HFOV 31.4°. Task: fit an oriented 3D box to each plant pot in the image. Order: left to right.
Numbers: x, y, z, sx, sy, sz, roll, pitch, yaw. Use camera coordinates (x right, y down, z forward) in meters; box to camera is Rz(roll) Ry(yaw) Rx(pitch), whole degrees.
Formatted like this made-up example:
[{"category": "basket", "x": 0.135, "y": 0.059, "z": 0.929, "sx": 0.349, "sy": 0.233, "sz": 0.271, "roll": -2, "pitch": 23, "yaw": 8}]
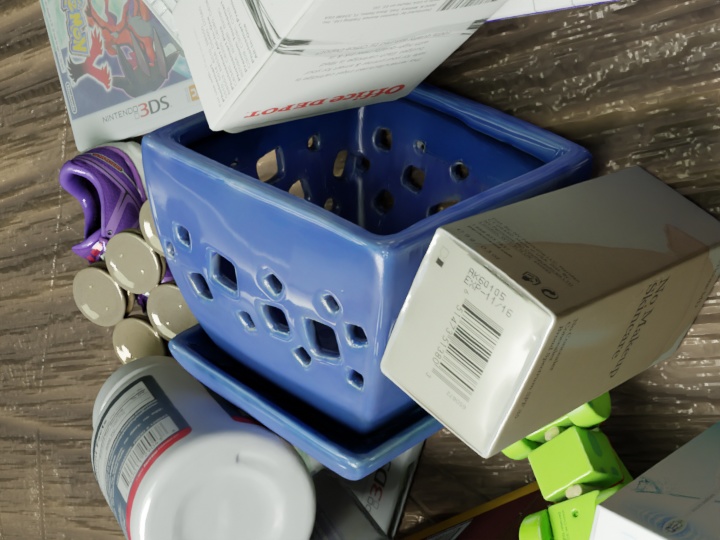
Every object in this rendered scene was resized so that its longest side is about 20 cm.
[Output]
[{"category": "plant pot", "x": 0.000, "y": 0.000, "z": 0.790, "sx": 0.199, "sy": 0.199, "sz": 0.181, "roll": 27, "pitch": 126, "yaw": 34}]

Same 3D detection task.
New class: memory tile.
[{"category": "memory tile", "x": -0.120, "y": 0.049, "z": 0.960, "sx": 0.200, "sy": 0.017, "sz": 0.153, "roll": 49, "pitch": 125, "yaw": 0}]

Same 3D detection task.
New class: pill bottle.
[{"category": "pill bottle", "x": -0.117, "y": 0.130, "z": 0.867, "sx": 0.200, "sy": 0.119, "sz": 0.121, "roll": -148, "pitch": 53, "yaw": -63}]

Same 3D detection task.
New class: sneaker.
[{"category": "sneaker", "x": -0.182, "y": -0.005, "z": 1.019, "sx": 0.081, "sy": 0.083, "sz": 0.201, "roll": -42, "pitch": 74, "yaw": 47}]

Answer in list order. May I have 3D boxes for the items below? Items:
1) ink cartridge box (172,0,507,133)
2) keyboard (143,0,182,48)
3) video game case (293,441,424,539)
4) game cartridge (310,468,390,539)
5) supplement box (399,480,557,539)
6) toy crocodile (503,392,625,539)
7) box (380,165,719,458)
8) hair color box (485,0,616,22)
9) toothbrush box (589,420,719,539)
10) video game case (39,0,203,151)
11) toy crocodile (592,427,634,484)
[{"category": "ink cartridge box", "x": 0.002, "y": -0.162, "z": 0.689, "sx": 0.200, "sy": 0.145, "sz": 0.085, "roll": -36, "pitch": 73, "yaw": 56}, {"category": "keyboard", "x": -0.142, "y": -0.217, "z": 0.942, "sx": 0.056, "sy": 0.011, "sz": 0.200, "roll": -42, "pitch": 83, "yaw": 22}, {"category": "video game case", "x": -0.045, "y": 0.129, "z": 0.980, "sx": 0.199, "sy": 0.022, "sz": 0.184, "roll": 33, "pitch": 122, "yaw": 31}, {"category": "game cartridge", "x": -0.044, "y": 0.201, "z": 0.845, "sx": 0.039, "sy": 0.129, "sz": 0.200, "roll": 61, "pitch": 172, "yaw": -12}, {"category": "supplement box", "x": 0.047, "y": 0.259, "z": 0.801, "sx": 0.197, "sy": 0.200, "sz": 0.133, "roll": -34, "pitch": 90, "yaw": 42}, {"category": "toy crocodile", "x": 0.127, "y": 0.119, "z": 0.740, "sx": 0.067, "sy": 0.062, "sz": 0.201, "roll": -32, "pitch": 56, "yaw": 32}, {"category": "box", "x": 0.111, "y": 0.015, "z": 0.685, "sx": 0.078, "sy": 0.199, "sz": 0.095, "roll": 38, "pitch": 126, "yaw": 27}, {"category": "hair color box", "x": 0.151, "y": -0.201, "z": 0.680, "sx": 0.199, "sy": 0.065, "sz": 0.110, "roll": 0, "pitch": 103, "yaw": 40}, {"category": "toothbrush box", "x": 0.217, "y": 0.146, "z": 0.629, "sx": 0.146, "sy": 0.199, "sz": 0.086, "roll": 24, "pitch": 118, "yaw": 35}, {"category": "video game case", "x": -0.191, "y": -0.208, "z": 1.011, "sx": 0.181, "sy": 0.023, "sz": 0.202, "roll": -9, "pitch": 96, "yaw": 43}, {"category": "toy crocodile", "x": 0.185, "y": 0.184, "z": 0.768, "sx": 0.067, "sy": 0.062, "sz": 0.200, "roll": -38, "pitch": 71, "yaw": 4}]
